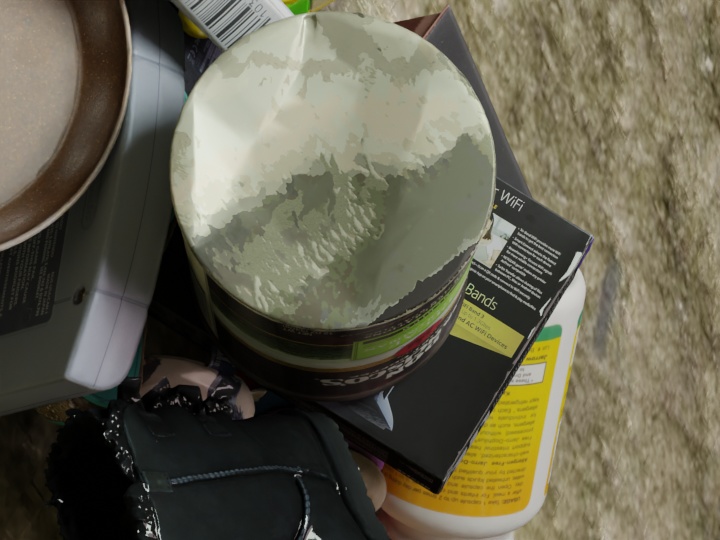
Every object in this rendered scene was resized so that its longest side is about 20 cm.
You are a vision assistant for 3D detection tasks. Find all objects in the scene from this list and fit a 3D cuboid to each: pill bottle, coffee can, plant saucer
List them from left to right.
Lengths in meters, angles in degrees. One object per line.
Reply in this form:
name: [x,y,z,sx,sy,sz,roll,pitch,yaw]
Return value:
plant saucer: [-0.205,-0.100,1.075,0.200,0.034,0.201,3,83,-21]
coffee can: [-0.015,-0.024,1.129,0.200,0.146,0.147,95,-5,-78]
pill bottle: [0.061,0.085,1.377,0.113,0.113,0.201,-31,135,-55]

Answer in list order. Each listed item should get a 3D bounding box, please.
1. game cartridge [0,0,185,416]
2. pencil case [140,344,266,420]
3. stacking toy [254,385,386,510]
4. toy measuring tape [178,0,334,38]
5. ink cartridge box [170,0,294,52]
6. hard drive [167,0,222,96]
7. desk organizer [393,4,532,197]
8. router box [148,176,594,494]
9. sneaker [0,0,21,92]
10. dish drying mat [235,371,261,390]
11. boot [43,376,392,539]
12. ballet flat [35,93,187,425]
game cartridge: [-0.139,-0.032,1.140,0.041,0.133,0.201,19,69,-32]
pencil case: [-0.098,0.140,1.206,0.078,0.089,0.201,110,-15,-65]
stacking toy: [-0.018,0.040,1.340,0.085,0.085,0.200,41,47,-46]
toy measuring tape: [-0.017,-0.189,1.289,0.200,0.074,0.074,-31,116,-11]
ink cartridge box: [-0.131,-0.200,1.142,0.043,0.200,0.196,-44,120,2]
hard drive: [-0.118,-0.156,1.289,0.200,0.042,0.135,53,42,-38]
desk organizer: [0.049,-0.059,1.494,0.072,0.077,0.200,-55,128,-46]
router box: [0.000,0.000,1.264,0.157,0.200,0.052,-56,175,-12]
sneaker: [-0.185,-0.146,1.156,0.080,0.074,0.201,-13,95,-59]
dish drying mat: [-0.042,0.076,1.380,0.077,0.018,0.200,-55,127,-46]
boot: [-0.053,0.140,1.115,0.162,0.073,0.199,6,50,-49]
ballet flat: [-0.136,-0.011,1.212,0.070,0.065,0.200,29,58,-29]
